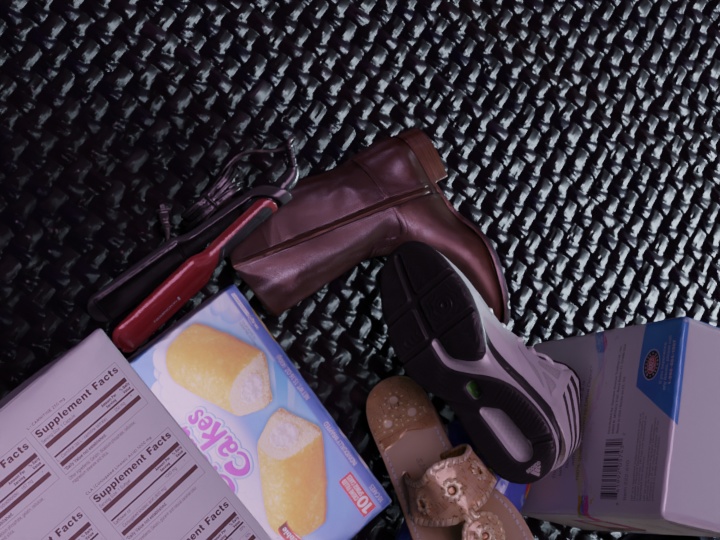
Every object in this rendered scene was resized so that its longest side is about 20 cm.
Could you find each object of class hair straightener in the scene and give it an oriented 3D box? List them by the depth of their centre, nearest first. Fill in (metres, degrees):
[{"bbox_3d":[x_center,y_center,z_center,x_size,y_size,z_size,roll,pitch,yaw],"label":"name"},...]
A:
[{"bbox_3d":[-0.124,-0.034,0.913,0.200,0.041,0.077,-46,61,-6],"label":"hair straightener"}]

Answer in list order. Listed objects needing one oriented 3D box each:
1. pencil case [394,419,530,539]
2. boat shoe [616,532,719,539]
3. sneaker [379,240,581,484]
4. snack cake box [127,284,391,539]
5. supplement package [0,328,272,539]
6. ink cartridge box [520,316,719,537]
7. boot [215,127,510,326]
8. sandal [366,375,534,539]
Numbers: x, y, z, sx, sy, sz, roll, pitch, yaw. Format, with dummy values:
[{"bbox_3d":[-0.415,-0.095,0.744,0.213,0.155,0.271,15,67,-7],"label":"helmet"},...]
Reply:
[{"bbox_3d":[0.066,0.203,0.951,0.087,0.078,0.201,30,70,0],"label":"pencil case"},{"bbox_3d":[0.268,0.229,1.021,0.199,0.075,0.063,-13,126,-35],"label":"boat shoe"},{"bbox_3d":[0.095,0.066,0.945,0.201,0.076,0.115,57,24,15],"label":"sneaker"},{"bbox_3d":[-0.086,0.127,0.907,0.115,0.067,0.200,-38,96,-25],"label":"snack cake box"},{"bbox_3d":[-0.175,0.170,0.791,0.147,0.191,0.200,-41,97,-25],"label":"supplement package"},{"bbox_3d":[0.208,0.125,0.963,0.084,0.200,0.145,17,75,-24],"label":"ink cartridge box"},{"bbox_3d":[0.000,0.000,0.969,0.199,0.064,0.187,-26,82,-27],"label":"boot"},{"bbox_3d":[0.054,0.150,0.899,0.077,0.070,0.212,-32,51,-1],"label":"sandal"}]
